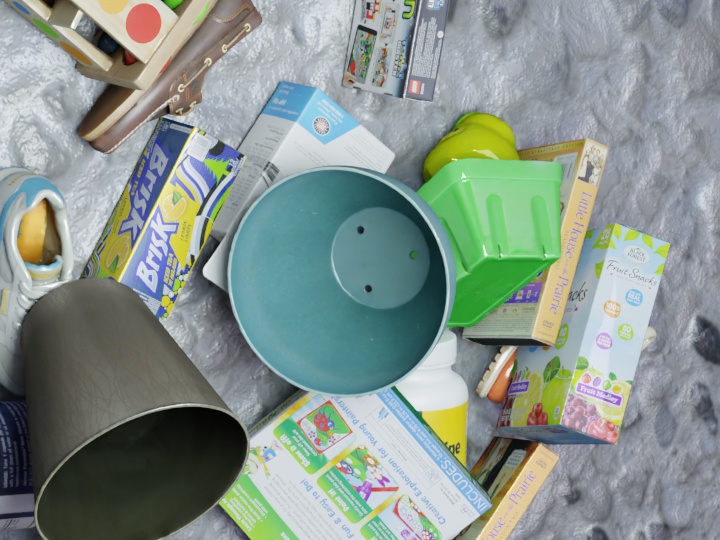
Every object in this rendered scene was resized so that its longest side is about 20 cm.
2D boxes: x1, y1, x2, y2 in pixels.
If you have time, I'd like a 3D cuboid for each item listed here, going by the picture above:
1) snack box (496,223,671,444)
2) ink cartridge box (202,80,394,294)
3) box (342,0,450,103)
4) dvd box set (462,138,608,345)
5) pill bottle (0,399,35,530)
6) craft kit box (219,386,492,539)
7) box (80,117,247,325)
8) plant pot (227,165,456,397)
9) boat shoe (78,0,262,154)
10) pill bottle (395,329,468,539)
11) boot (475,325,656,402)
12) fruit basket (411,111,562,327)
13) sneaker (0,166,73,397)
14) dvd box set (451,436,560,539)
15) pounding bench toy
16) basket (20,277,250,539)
[{"bbox_3d":[0.212,0.065,1.808,0.068,0.169,0.200,21,78,-14],"label":"snack box"},{"bbox_3d":[-0.072,-0.059,1.734,0.116,0.068,0.200,39,79,-34],"label":"ink cartridge box"},{"bbox_3d":[0.040,-0.261,1.737,0.035,0.110,0.200,5,98,-34],"label":"box"},{"bbox_3d":[0.168,-0.025,1.827,0.029,0.146,0.200,20,79,-23],"label":"dvd box set"},{"bbox_3d":[-0.303,0.166,1.610,0.200,0.111,0.111,0,101,-33],"label":"pill bottle"},{"bbox_3d":[-0.014,0.205,1.765,0.197,0.049,0.200,-39,99,5],"label":"craft kit box"},{"bbox_3d":[-0.182,-0.032,1.668,0.064,0.070,0.200,30,84,-35],"label":"box"},{"bbox_3d":[0.000,0.000,1.660,0.135,0.200,0.200,-28,123,-69],"label":"plant pot"},{"bbox_3d":[-0.162,-0.173,1.649,0.200,0.070,0.070,-50,118,-14],"label":"boat shoe"},{"bbox_3d":[0.048,0.159,1.835,0.112,0.112,0.200,-6,104,-32],"label":"pill bottle"},{"bbox_3d":[0.212,0.087,1.921,0.200,0.075,0.107,-36,75,-19],"label":"boot"},{"bbox_3d":[0.096,-0.067,1.793,0.155,0.216,0.216,0,101,-33],"label":"fruit basket"},{"bbox_3d":[-0.287,0.016,1.606,0.076,0.081,0.200,-10,109,-32],"label":"sneaker"},{"bbox_3d":[0.112,0.257,1.882,0.029,0.146,0.200,37,80,-10],"label":"dvd box set"},{"bbox_3d":[-0.193,-0.272,1.574,0.156,0.124,0.200,40,78,-33],"label":"pounding bench toy"},{"bbox_3d":[-0.201,0.107,1.534,0.180,0.200,0.136,-28,132,-1],"label":"basket"}]
